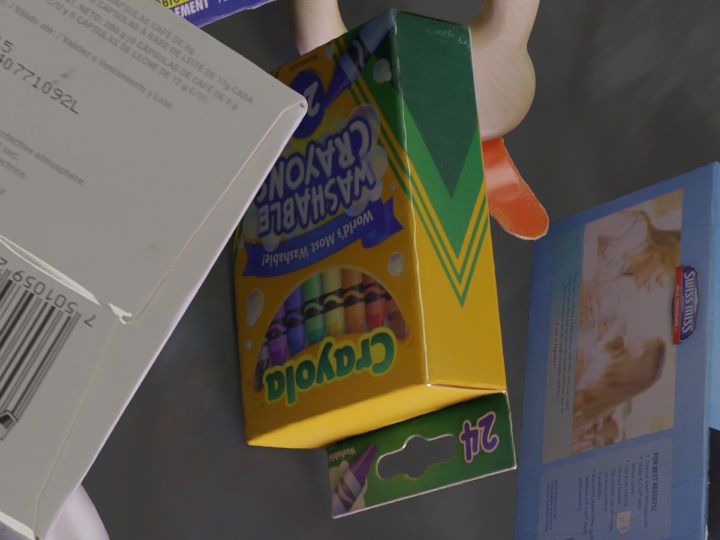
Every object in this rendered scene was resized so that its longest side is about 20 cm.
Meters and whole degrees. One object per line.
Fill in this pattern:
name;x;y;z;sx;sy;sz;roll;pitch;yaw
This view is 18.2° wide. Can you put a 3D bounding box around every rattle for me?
rattle;0.028;-0.121;1.131;0.130;0.143;0.200;-38;120;-11

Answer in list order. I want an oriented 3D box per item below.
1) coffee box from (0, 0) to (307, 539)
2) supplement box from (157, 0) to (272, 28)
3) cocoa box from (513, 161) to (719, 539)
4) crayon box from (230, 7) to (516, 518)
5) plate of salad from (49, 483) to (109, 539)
coffee box;-0.174;0.005;0.756;0.200;0.198;0.200;33;52;-6
supplement box;-0.118;-0.195;0.902;0.109;0.110;0.200;-26;120;-26
cocoa box;0.168;0.071;1.115;0.131;0.133;0.200;23;61;-34
crayon box;0.000;0.000;0.994;0.052;0.126;0.200;7;70;-40
plate of salad;-0.165;0.134;0.852;0.200;0.048;0.200;16;65;-38
